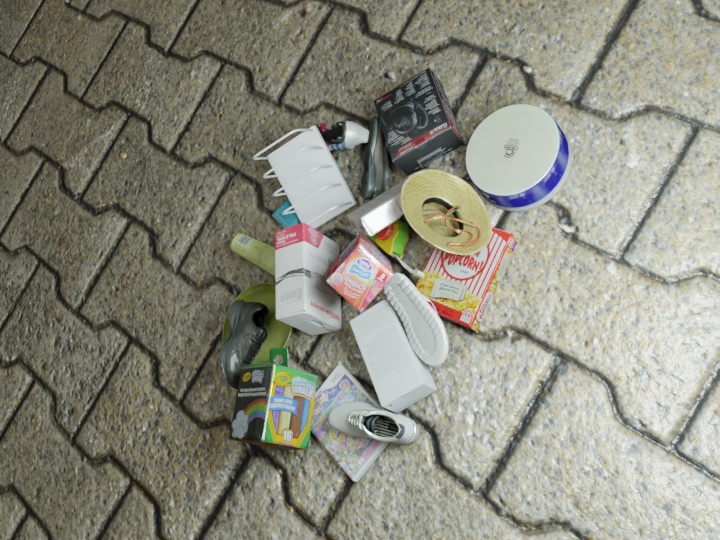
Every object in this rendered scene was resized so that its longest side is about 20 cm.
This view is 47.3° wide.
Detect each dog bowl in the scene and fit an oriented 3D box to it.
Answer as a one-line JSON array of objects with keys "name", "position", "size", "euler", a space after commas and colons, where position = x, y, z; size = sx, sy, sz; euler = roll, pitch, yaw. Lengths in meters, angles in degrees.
[{"name": "dog bowl", "position": [0.312, -0.225, 1.635], "size": [0.198, 0.079, 0.202], "euler": [-12, 65, 28]}]

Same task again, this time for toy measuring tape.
[{"name": "toy measuring tape", "position": [0.085, -0.058, 1.705], "size": [0.074, 0.073, 0.200], "euler": [-51, 42, 5]}]

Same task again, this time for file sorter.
[{"name": "file sorter", "position": [-0.128, -0.199, 1.820], "size": [0.138, 0.124, 0.201], "euler": [-29, 88, 20]}]

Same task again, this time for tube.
[{"name": "tube", "position": [-0.217, -0.029, 1.911], "size": [0.199, 0.052, 0.059], "euler": [24, 126, 33]}, {"name": "tube", "position": [-0.125, -0.180, 1.912], "size": [0.200, 0.050, 0.078], "euler": [-50, 57, 11]}]

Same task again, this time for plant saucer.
[{"name": "plant saucer", "position": [-0.226, 0.128, 1.862], "size": [0.198, 0.031, 0.202], "euler": [-12, 66, 29]}]

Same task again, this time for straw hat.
[{"name": "straw hat", "position": [0.153, -0.092, 1.613], "size": [0.085, 0.199, 0.203], "euler": [121, 141, -53]}]

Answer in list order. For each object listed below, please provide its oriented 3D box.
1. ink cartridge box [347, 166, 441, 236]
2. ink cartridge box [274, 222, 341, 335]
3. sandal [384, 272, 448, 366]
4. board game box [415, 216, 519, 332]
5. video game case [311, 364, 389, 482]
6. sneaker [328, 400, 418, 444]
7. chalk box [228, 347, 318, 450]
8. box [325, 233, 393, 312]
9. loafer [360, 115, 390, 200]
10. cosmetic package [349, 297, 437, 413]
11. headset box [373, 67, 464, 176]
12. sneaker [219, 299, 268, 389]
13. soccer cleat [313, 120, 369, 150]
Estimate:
[{"name": "ink cartridge box", "position": [0.077, -0.145, 1.709], "size": [0.199, 0.161, 0.050], "euler": [-30, 100, -6]}, {"name": "ink cartridge box", "position": [-0.111, 0.022, 1.760], "size": [0.084, 0.144, 0.202], "euler": [-15, 64, 28]}, {"name": "sandal", "position": [0.119, 0.089, 1.609], "size": [0.082, 0.050, 0.204], "euler": [-40, 69, 31]}, {"name": "board game box", "position": [0.205, 0.002, 1.633], "size": [0.151, 0.046, 0.202], "euler": [21, 83, 36]}, {"name": "video game case", "position": [-0.026, 0.307, 1.675], "size": [0.144, 0.018, 0.200], "euler": [-52, 54, 5]}, {"name": "sneaker", "position": [0.014, 0.291, 1.601], "size": [0.198, 0.071, 0.074], "euler": [2, 72, 32]}, {"name": "chalk box", "position": [-0.175, 0.262, 1.707], "size": [0.124, 0.123, 0.202], "euler": [-10, 65, 47]}, {"name": "box", "position": [0.000, 0.000, 1.663], "size": [0.095, 0.200, 0.103], "euler": [41, 96, -6]}, {"name": "loafer", "position": [0.041, -0.245, 1.833], "size": [0.072, 0.062, 0.202], "euler": [141, 139, -63]}, {"name": "cosmetic package", "position": [0.064, 0.168, 1.640], "size": [0.101, 0.071, 0.201], "euler": [-32, 58, 16]}, {"name": "headset box", "position": [0.127, -0.314, 1.782], "size": [0.148, 0.077, 0.202], "euler": [-28, 57, 19]}, {"name": "sneaker", "position": [-0.251, 0.159, 1.805], "size": [0.090, 0.076, 0.202], "euler": [-2, 73, 25]}, {"name": "soccer cleat", "position": [-0.049, -0.303, 1.895], "size": [0.200, 0.086, 0.071], "euler": [12, 94, 63]}]
